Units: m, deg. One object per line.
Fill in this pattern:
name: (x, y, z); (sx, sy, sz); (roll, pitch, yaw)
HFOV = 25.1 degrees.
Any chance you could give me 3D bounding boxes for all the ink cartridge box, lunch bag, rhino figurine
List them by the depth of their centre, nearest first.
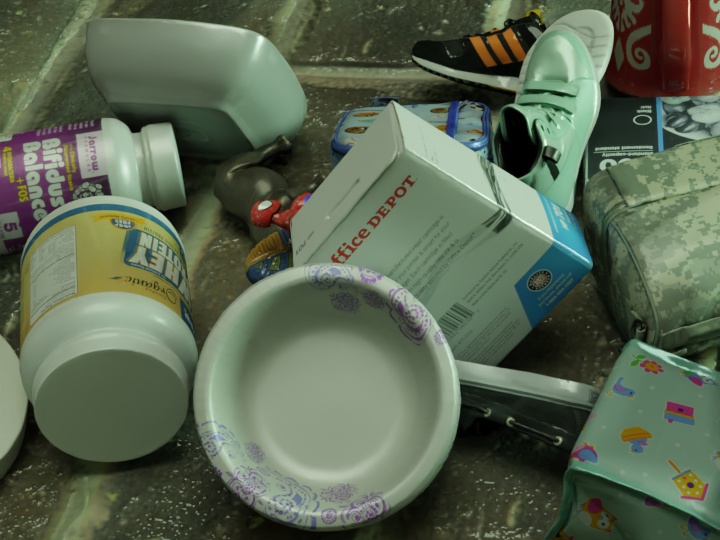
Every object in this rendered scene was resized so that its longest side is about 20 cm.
lunch bag: (0.253, 0.160, 1.164); (0.200, 0.122, 0.170); (21, 38, 15)
ink cartridge box: (0.064, -0.021, 1.317); (0.200, 0.146, 0.086); (31, 27, -23)
lunch bag: (0.295, -0.010, 1.348); (0.200, 0.140, 0.168); (-13, 39, -7)
rhino figurine: (-0.069, -0.056, 1.525); (0.087, 0.060, 0.200); (-30, 46, -15)
lunch bag: (0.056, -0.114, 1.527); (0.160, 0.076, 0.200); (-3, 18, 7)
ink cartridge box: (0.310, -0.096, 1.530); (0.198, 0.043, 0.200); (0, 41, 8)

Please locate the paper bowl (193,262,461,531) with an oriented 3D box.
paper bowl: (-0.023, 0.099, 1.248); (0.200, 0.104, 0.201); (-1, 82, 6)

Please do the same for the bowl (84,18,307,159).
bowl: (-0.163, -0.169, 1.594); (0.200, 0.200, 0.075); (5, 72, 15)

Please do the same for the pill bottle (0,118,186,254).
pill bottle: (-0.272, -0.085, 1.550); (0.200, 0.112, 0.112); (-11, 39, -4)

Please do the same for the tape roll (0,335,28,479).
tape roll: (-0.375, 0.110, 1.332); (0.202, 0.037, 0.203); (8, 50, -9)

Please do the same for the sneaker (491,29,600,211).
sneaker: (0.171, -0.151, 1.494); (0.074, 0.118, 0.201); (0, 69, 22)

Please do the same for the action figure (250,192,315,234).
action figure: (0.006, -0.058, 1.375); (0.200, 0.065, 0.052); (-9, 82, -3)

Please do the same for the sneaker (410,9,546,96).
sneaker: (0.153, -0.228, 1.662); (0.200, 0.090, 0.070); (15, 6, 19)

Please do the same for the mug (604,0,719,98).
mug: (0.322, -0.279, 1.612); (0.133, 0.200, 0.178); (-14, 32, -16)

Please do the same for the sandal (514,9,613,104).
sandal: (0.191, -0.163, 1.588); (0.082, 0.050, 0.203); (17, 75, 25)

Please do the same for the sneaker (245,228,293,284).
sneaker: (0.000, 0.000, 1.423); (0.200, 0.088, 0.075); (-11, 44, -7)

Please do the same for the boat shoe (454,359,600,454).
boat shoe: (0.097, 0.107, 1.295); (0.200, 0.069, 0.057); (7, 79, 35)

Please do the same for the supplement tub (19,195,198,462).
supplement tub: (-0.211, 0.047, 1.352); (0.144, 0.145, 0.200); (-10, 39, -4)
